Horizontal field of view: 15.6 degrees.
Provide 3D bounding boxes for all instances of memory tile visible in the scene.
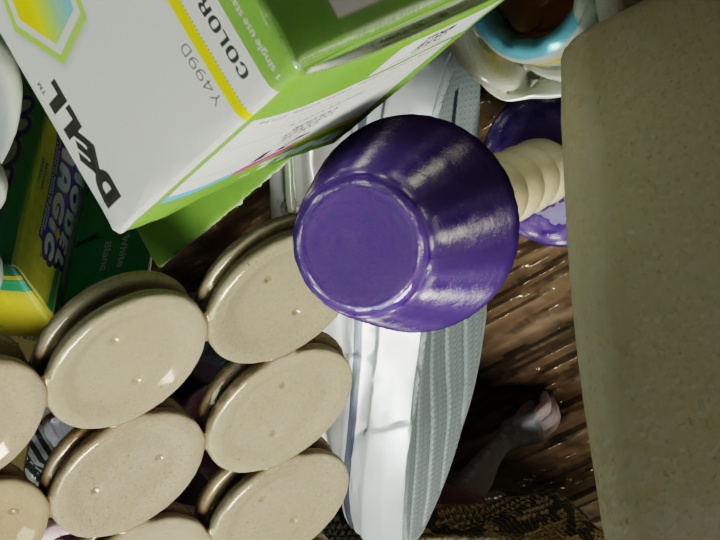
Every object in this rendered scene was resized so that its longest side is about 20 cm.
[{"bbox_3d":[-0.070,0.071,0.778,0.153,0.017,0.200,-23,143,-22],"label":"memory tile"}]

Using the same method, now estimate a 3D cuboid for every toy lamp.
[{"bbox_3d":[0.030,-0.019,0.722,0.058,0.058,0.200,1,-173,17],"label":"toy lamp"}]

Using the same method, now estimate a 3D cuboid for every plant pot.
[{"bbox_3d":[0.155,0.008,0.644,0.200,0.177,0.200,-26,160,15],"label":"plant pot"}]

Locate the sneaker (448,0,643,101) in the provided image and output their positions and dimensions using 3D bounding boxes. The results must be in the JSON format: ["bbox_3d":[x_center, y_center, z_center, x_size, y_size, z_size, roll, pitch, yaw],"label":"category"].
[{"bbox_3d":[0.058,-0.075,0.708,0.076,0.081,0.200,-11,147,30],"label":"sneaker"}]

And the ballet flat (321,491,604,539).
[{"bbox_3d":[0.019,0.114,0.920,0.200,0.068,0.075,-2,-160,-36],"label":"ballet flat"}]

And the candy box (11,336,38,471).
[{"bbox_3d":[-0.146,0.071,0.913,0.055,0.200,0.115,12,151,-8],"label":"candy box"}]

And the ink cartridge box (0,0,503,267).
[{"bbox_3d":[-0.068,-0.082,0.660,0.148,0.076,0.200,59,144,5],"label":"ink cartridge box"}]

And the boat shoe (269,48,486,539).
[{"bbox_3d":[0.000,0.000,0.849,0.067,0.074,0.200,16,125,18],"label":"boat shoe"}]

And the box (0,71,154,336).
[{"bbox_3d":[-0.152,-0.039,0.802,0.200,0.117,0.048,0,151,16],"label":"box"}]

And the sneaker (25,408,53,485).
[{"bbox_3d":[-0.139,0.082,1.068,0.200,0.075,0.115,25,149,-16],"label":"sneaker"}]

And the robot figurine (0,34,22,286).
[{"bbox_3d":[-0.166,-0.069,0.702,0.113,0.200,0.170,-22,154,-26],"label":"robot figurine"}]

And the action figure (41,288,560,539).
[{"bbox_3d":[-0.013,0.091,0.977,0.134,0.149,0.200,-19,128,32],"label":"action figure"}]
